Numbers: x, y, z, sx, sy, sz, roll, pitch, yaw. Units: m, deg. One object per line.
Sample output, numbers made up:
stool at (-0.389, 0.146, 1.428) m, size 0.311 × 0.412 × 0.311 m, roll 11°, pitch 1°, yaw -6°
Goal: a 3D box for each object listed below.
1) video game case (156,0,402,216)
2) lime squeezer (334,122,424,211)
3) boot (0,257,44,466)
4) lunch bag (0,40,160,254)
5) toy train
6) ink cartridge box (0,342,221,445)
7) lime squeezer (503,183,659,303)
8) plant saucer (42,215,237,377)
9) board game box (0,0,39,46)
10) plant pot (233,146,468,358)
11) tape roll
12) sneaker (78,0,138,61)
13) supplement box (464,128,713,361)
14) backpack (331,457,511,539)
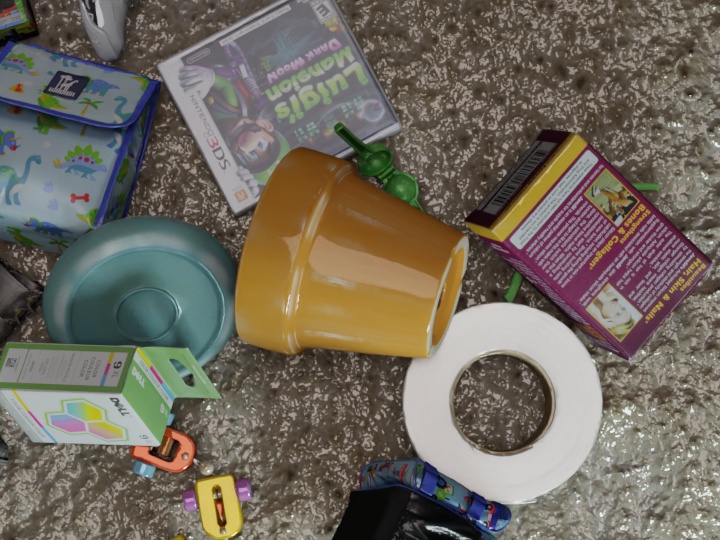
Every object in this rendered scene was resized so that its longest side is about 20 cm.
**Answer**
video game case at (-0.085, -0.181, 1.686) m, size 0.200 × 0.023 × 0.182 m, roll -28°, pitch 85°, yaw -2°
lime squeezer at (0.036, -0.091, 1.648) m, size 0.038 × 0.071 × 0.200 m, roll -45°, pitch 117°, yaw -6°
boot at (-0.384, 0.080, 1.645) m, size 0.200 × 0.069 × 0.174 m, roll 44°, pitch 88°, yaw 7°
lunch bag at (-0.310, -0.128, 1.642) m, size 0.170 × 0.127 × 0.200 m, roll 15°, pitch 68°, yaw 2°
toy train at (-0.191, 0.249, 1.636) m, size 0.150 × 0.056 × 0.200 m, roll 15°, pitch 83°, yaw 5°
ink cartridge box at (-0.250, 0.123, 1.588) m, size 0.200 × 0.104 × 0.059 m, roll 0°, pitch 56°, yaw 19°
lime squeezer at (0.212, -0.054, 1.661) m, size 0.200 × 0.038 × 0.071 m, roll -37°, pitch 83°, yaw -4°
plant saucer at (-0.214, 0.039, 1.607) m, size 0.200 × 0.027 × 0.200 m, roll -7°, pitch 122°, yaw -11°
board game box at (-0.456, -0.299, 1.689) m, size 0.200 × 0.057 × 0.166 m, roll -17°, pitch 83°, yaw 0°
plant pot at (0.000, 0.000, 1.564) m, size 0.183 × 0.200 × 0.201 m, roll 16°, pitch 85°, yaw 13°
tape roll at (0.141, 0.134, 1.629) m, size 0.202 × 0.071 × 0.203 m, roll 0°, pitch 85°, yaw 1°
sneaker at (-0.232, -0.319, 1.675) m, size 0.115 × 0.075 × 0.200 m, roll -4°, pitch 81°, yaw 4°
supplement box at (0.225, -0.028, 1.600) m, size 0.200 × 0.103 × 0.131 m, roll 43°, pitch 87°, yaw -13°
backpack at (0.083, 0.284, 1.568) m, size 0.200 × 0.183 × 0.135 m, roll 30°, pitch 72°, yaw -12°
